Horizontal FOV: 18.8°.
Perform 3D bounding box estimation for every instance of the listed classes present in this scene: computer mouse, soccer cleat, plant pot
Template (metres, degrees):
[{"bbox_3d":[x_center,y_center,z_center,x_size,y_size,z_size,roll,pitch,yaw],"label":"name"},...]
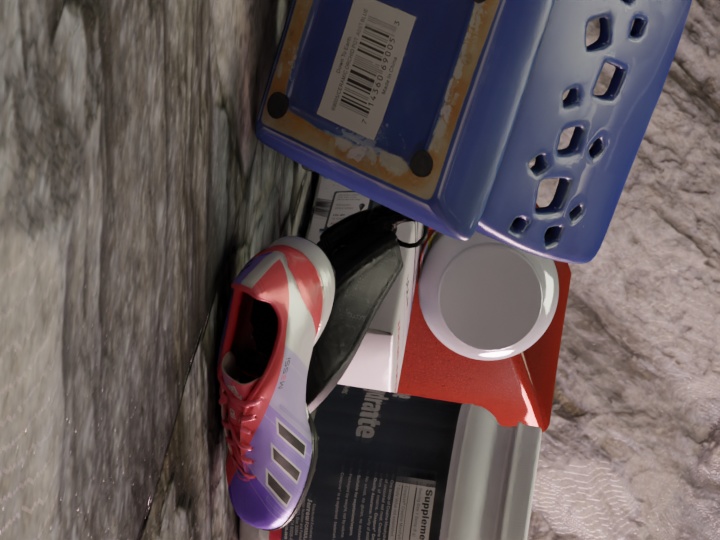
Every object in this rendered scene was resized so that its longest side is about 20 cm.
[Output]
[{"bbox_3d":[-0.026,0.018,1.459,0.138,0.053,0.201,-29,-154,49],"label":"computer mouse"},{"bbox_3d":[-0.064,0.078,1.341,0.073,0.068,0.201,-29,136,-52],"label":"soccer cleat"},{"bbox_3d":[0.057,-0.127,1.332,0.179,0.199,0.201,-1,114,-55],"label":"plant pot"},{"bbox_3d":[0.076,0.014,1.989,0.177,0.198,0.201,75,22,-49],"label":"plant pot"}]

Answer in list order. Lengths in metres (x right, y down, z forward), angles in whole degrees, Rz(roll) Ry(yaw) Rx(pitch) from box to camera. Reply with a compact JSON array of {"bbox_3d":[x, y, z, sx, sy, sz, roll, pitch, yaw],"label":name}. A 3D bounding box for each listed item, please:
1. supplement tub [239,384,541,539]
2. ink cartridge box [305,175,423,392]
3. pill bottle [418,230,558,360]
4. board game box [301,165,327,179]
[{"bbox_3d":[0.022,0.157,1.541,0.140,0.198,0.142,8,90,-84],"label":"supplement tub"},{"bbox_3d":[0.000,0.000,1.672,0.147,0.085,0.201,92,7,-56],"label":"ink cartridge box"},{"bbox_3d":[0.101,0.011,1.738,0.200,0.111,0.113,-71,169,-83],"label":"pill bottle"},{"bbox_3d":[0.067,-0.151,1.515,0.026,0.199,0.201,36,68,-42],"label":"board game box"}]
